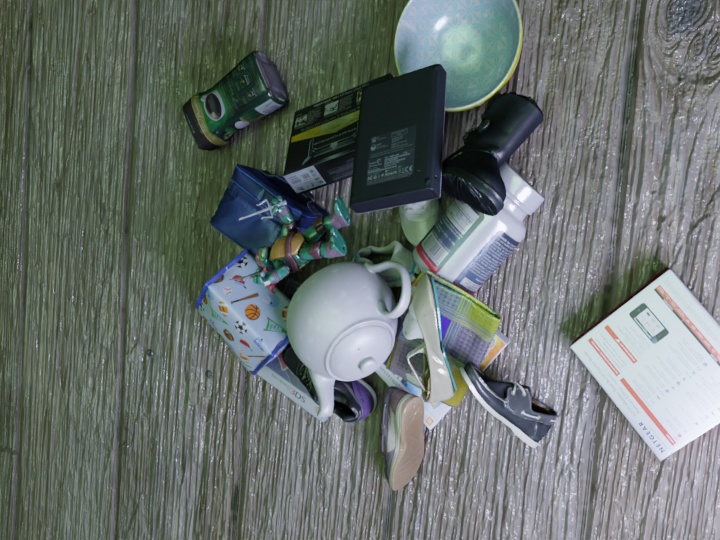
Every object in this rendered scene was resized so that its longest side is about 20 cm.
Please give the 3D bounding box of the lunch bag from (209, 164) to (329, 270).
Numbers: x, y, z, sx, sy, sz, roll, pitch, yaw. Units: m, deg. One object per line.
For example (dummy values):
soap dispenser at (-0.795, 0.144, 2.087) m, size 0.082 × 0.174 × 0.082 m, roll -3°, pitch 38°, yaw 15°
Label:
lunch bag at (-0.151, -0.097, 1.073) m, size 0.198 × 0.135 × 0.135 m, roll 33°, pitch 106°, yaw 18°

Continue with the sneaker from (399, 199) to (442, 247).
sneaker at (0.091, -0.140, 0.992) m, size 0.074 × 0.080 × 0.207 m, roll 0°, pitch 94°, yaw 22°

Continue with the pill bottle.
pill bottle at (0.183, -0.062, 0.932) m, size 0.120 × 0.119 × 0.201 m, roll 45°, pitch 109°, yaw 15°

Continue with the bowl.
bowl at (0.160, -0.342, 0.936) m, size 0.195 × 0.107 × 0.207 m, roll 2°, pitch 94°, yaw 25°

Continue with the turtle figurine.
turtle figurine at (-0.113, -0.042, 0.954) m, size 0.195 × 0.100 × 0.154 m, roll -15°, pitch 63°, yaw 22°

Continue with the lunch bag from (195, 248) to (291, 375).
lunch bag at (-0.200, 0.084, 1.066) m, size 0.170 × 0.124 × 0.200 m, roll 47°, pitch 146°, yaw 2°

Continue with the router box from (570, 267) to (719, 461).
router box at (0.434, 0.131, 0.864) m, size 0.179 × 0.049 × 0.202 m, roll -42°, pitch 76°, yaw 21°

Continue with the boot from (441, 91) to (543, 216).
boot at (0.189, -0.171, 0.837) m, size 0.076 × 0.200 × 0.169 m, roll 41°, pitch 93°, yaw -18°

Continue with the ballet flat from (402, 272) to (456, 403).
ballet flat at (0.094, 0.105, 0.884) m, size 0.068 × 0.070 × 0.205 m, roll -6°, pitch 111°, yaw 24°

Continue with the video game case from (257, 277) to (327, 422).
video game case at (-0.098, 0.146, 1.122) m, size 0.180 × 0.023 × 0.204 m, roll 30°, pitch 104°, yaw 20°

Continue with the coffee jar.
coffee jar at (-0.238, -0.311, 1.131) m, size 0.197 × 0.085 × 0.107 m, roll -26°, pitch 85°, yaw 22°

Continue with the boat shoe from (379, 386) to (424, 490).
boat shoe at (0.064, 0.280, 1.015) m, size 0.064 × 0.071 × 0.205 m, roll 34°, pitch 135°, yaw 42°

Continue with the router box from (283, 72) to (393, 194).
router box at (-0.028, -0.228, 1.014) m, size 0.195 × 0.052 × 0.161 m, roll -14°, pitch 51°, yaw 25°

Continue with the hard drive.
hard drive at (0.054, -0.191, 0.874) m, size 0.137 × 0.033 × 0.206 m, roll -8°, pitch 66°, yaw 33°

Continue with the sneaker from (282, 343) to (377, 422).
sneaker at (-0.066, 0.188, 1.050) m, size 0.197 × 0.087 × 0.077 m, roll 30°, pitch 105°, yaw 20°

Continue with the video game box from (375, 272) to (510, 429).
video game box at (0.118, 0.128, 1.011) m, size 0.182 × 0.047 × 0.201 m, roll 42°, pitch 108°, yaw 13°

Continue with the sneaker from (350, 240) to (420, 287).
sneaker at (0.000, 0.000, 1.027) m, size 0.196 × 0.087 × 0.076 m, roll -26°, pitch 49°, yaw 20°

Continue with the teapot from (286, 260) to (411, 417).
teapot at (-0.013, 0.094, 0.935) m, size 0.193 × 0.203 × 0.147 m, roll -24°, pitch 44°, yaw -13°

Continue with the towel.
towel at (0.123, 0.113, 0.934) m, size 0.142 × 0.023 × 0.203 m, roll 31°, pitch 126°, yaw 15°

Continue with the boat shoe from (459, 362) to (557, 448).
boat shoe at (0.222, 0.190, 0.911) m, size 0.199 × 0.072 × 0.068 m, roll 39°, pitch 104°, yaw -25°
